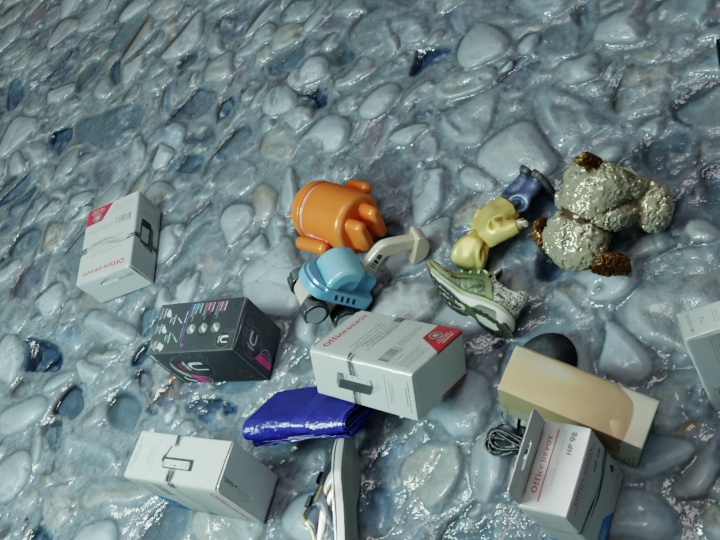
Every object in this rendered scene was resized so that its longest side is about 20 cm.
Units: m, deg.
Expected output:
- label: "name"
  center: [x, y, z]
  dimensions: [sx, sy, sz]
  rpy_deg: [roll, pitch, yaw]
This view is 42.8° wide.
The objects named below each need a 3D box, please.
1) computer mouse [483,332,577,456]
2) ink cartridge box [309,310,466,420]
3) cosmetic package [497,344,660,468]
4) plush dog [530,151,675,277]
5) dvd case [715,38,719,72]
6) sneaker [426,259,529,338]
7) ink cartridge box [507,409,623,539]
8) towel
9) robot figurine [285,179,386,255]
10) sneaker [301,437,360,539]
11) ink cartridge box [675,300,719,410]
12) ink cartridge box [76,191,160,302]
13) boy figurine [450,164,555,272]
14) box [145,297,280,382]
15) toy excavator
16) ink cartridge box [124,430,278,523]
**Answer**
- label: "computer mouse"
  center: [0.255, 0.173, 1.321]
  dimensions: [0.137, 0.053, 0.202]
  rpy_deg: [2, 61, 35]
- label: "ink cartridge box"
  center: [0.043, 0.141, 1.417]
  dimensions: [0.198, 0.085, 0.144]
  rpy_deg: [10, 30, 37]
- label: "cosmetic package"
  center: [0.288, 0.181, 1.222]
  dimensions: [0.198, 0.105, 0.072]
  rpy_deg: [20, 70, 22]
- label: "plush dog"
  center: [0.346, -0.080, 1.390]
  dimensions: [0.199, 0.159, 0.174]
  rpy_deg: [29, 101, 42]
- label: "dvd case"
  center: [0.635, -0.301, 1.423]
  dimensions: [0.141, 0.018, 0.202]
  rpy_deg: [-11, 55, 27]
- label: "sneaker"
  center: [0.188, 0.028, 1.462]
  dimensions: [0.089, 0.077, 0.199]
  rpy_deg: [-43, 52, -15]
- label: "ink cartridge box"
  center: [0.261, 0.268, 1.150]
  dimensions: [0.066, 0.200, 0.117]
  rpy_deg: [6, 63, 35]
- label: "towel"
  center: [-0.076, 0.231, 1.468]
  dimensions: [0.198, 0.050, 0.148]
  rpy_deg: [-9, 14, 28]
- label: "robot figurine"
  center: [-0.044, -0.098, 1.661]
  dimensions: [0.199, 0.116, 0.146]
  rpy_deg: [21, 100, 40]
- label: "sneaker"
  center: [-0.046, 0.346, 1.381]
  dimensions: [0.078, 0.079, 0.202]
  rpy_deg: [-13, 53, 22]
- label: "ink cartridge box"
  center: [0.494, 0.091, 1.120]
  dimensions: [0.172, 0.200, 0.044]
  rpy_deg: [-21, 49, 19]
- label: "ink cartridge box"
  center: [-0.512, -0.048, 1.952]
  dimensions: [0.144, 0.083, 0.202]
  rpy_deg: [-19, 52, 21]
- label: "boy figurine"
  center: [0.229, -0.079, 1.497]
  dimensions: [0.201, 0.064, 0.124]
  rpy_deg: [-50, 27, -4]
- label: "box"
  center: [-0.262, 0.128, 1.641]
  dimensions: [0.198, 0.122, 0.107]
  rpy_deg: [-6, 56, 30]
- label: "toy excavator"
  center: [0.000, 0.000, 1.563]
  dimensions: [0.201, 0.193, 0.100]
  rpy_deg: [-55, 40, 27]
- label: "ink cartridge box"
  center: [-0.254, 0.332, 1.480]
  dimensions: [0.198, 0.146, 0.085]
  rpy_deg: [0, 57, 32]
